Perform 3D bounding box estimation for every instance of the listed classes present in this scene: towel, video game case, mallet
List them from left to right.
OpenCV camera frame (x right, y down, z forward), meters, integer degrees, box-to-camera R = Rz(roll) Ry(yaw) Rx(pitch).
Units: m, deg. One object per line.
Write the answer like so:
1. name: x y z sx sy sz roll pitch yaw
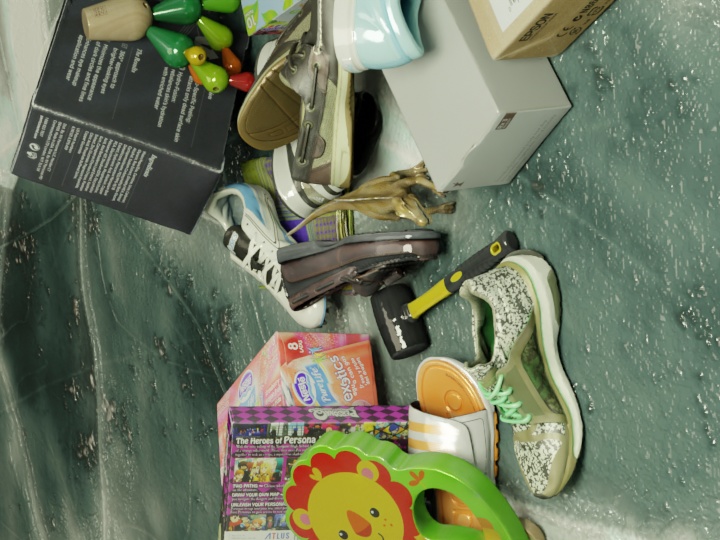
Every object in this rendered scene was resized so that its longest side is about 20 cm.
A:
1. towel: -0.063 -0.049 1.547 0.199 0.023 0.146 3 101 57
2. video game case: -0.031 0.211 1.400 0.036 0.197 0.184 -117 30 -63
3. mallet: 0.077 0.025 1.336 0.199 0.041 0.067 -28 75 52

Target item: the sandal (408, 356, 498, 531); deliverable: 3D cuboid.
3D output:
1. sandal: 0.080 0.181 1.330 0.078 0.059 0.210 -3 98 39

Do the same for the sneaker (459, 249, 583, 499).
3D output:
1. sneaker: 0.118 0.088 1.233 0.077 0.088 0.203 -14 86 57

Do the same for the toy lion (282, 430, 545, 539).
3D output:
1. toy lion: 0.033 0.216 1.311 0.199 0.069 0.193 -32 96 36

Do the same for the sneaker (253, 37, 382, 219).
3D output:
1. sneaker: -0.032 -0.156 1.451 0.115 0.075 0.203 -28 56 27

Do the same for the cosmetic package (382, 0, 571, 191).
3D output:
1. cosmetic package: 0.078 -0.179 1.242 0.113 0.080 0.202 -50 58 50

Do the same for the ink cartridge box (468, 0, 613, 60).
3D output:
1. ink cartridge box: 0.144 -0.277 1.119 0.200 0.074 0.167 -44 62 53

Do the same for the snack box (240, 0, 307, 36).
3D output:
1. snack box: -0.079 -0.347 1.472 0.142 0.052 0.203 -20 81 58

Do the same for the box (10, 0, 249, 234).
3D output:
1. box: -0.233 -0.171 1.556 0.118 0.198 0.199 124 160 -48

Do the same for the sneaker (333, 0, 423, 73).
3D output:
1. sneaker: 0.028 -0.255 1.189 0.081 0.074 0.203 1 89 20

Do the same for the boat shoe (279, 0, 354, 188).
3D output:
1. boat shoe: -0.038 -0.169 1.326 0.072 0.065 0.204 -100 7 -69

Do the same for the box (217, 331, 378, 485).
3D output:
1. box: -0.066 0.141 1.495 0.200 0.101 0.096 130 137 -57

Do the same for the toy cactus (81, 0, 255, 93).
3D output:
1. toy cactus: -0.192 -0.258 1.509 0.102 0.163 0.203 133 122 -67

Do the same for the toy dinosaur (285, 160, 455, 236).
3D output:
1. toy dinosaur: 0.016 -0.064 1.345 0.199 0.100 0.059 -2 95 56

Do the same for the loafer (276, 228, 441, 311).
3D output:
1. loafer: 0.000 0.000 1.390 0.199 0.071 0.064 -7 85 47

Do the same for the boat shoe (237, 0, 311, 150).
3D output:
1. boat shoe: -0.041 -0.198 1.391 0.200 0.073 0.065 -47 29 8

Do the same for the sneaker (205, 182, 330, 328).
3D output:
1. sneaker: -0.093 -0.012 1.518 0.201 0.072 0.072 52 136 36
